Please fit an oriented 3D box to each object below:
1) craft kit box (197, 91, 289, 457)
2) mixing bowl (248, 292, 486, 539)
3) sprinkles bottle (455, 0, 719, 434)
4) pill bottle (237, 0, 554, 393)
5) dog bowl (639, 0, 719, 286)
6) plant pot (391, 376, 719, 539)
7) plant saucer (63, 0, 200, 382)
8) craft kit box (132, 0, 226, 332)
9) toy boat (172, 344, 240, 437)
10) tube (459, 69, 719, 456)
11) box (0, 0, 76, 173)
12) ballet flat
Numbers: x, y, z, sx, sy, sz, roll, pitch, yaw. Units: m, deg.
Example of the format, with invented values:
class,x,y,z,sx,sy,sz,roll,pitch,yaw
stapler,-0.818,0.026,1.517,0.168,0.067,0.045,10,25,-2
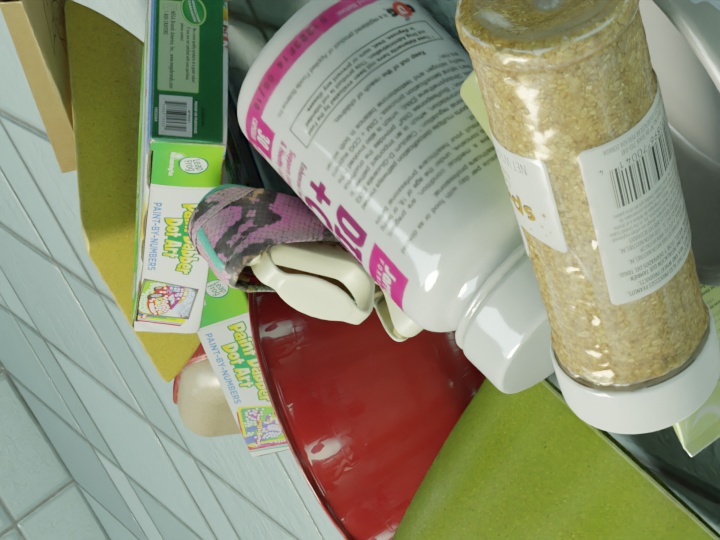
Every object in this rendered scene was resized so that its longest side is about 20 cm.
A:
class,x,y,z,sx,sy,sz,roll,pitch,yaw
craft kit box,-0.087,-0.011,1.334,0.198,0.048,0.201,-101,-6,-47
mixing bowl,0.027,0.066,1.161,0.201,0.108,0.200,57,-164,-27
sprinkles bottle,0.091,-0.027,0.746,0.068,0.068,0.201,36,155,45
pill bottle,0.040,-0.043,0.971,0.200,0.113,0.114,48,162,21
dog bowl,0.120,-0.081,0.779,0.200,0.059,0.200,47,161,22
plant pot,0.082,0.177,1.035,0.187,0.200,0.187,41,-178,-2
plant saucer,-0.144,-0.056,1.326,0.200,0.048,0.201,70,-171,-59
craft kit box,-0.105,-0.099,1.125,0.198,0.048,0.201,110,161,-58
toy boat,-0.085,0.053,1.527,0.200,0.130,0.131,114,149,-70
tube,0.120,-0.017,0.886,0.058,0.052,0.200,-45,74,35
box,-0.209,-0.181,1.256,0.200,0.021,0.164,85,176,-63
ballet flat,0.000,0.000,1.045,0.069,0.199,0.071,-51,46,36
